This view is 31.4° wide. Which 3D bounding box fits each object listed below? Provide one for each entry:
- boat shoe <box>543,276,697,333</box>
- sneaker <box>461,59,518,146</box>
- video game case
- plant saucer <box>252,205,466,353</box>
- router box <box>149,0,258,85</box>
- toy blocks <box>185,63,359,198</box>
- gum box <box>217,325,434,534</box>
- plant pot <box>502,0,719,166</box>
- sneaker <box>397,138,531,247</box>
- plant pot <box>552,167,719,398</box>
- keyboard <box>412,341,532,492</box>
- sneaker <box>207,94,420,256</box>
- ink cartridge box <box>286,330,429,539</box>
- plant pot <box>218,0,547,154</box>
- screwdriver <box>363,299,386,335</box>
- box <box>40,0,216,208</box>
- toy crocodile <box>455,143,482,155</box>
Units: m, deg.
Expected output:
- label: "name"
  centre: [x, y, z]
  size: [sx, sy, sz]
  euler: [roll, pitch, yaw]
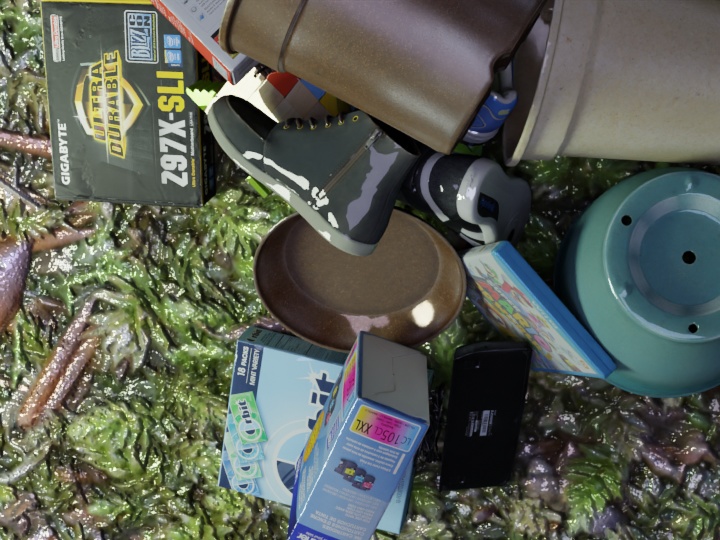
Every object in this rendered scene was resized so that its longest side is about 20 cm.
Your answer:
- label: "boat shoe"
  centre: [0.245, 0.052, 1.190]
  size: [0.198, 0.068, 0.073]
  euler: [10, 110, 11]
- label: "sneaker"
  centre: [0.097, -0.214, 1.108]
  size: [0.075, 0.077, 0.202]
  euler: [-12, 83, -23]
- label: "video game case"
  centre: [0.144, 0.036, 1.149]
  size: [0.018, 0.200, 0.143]
  euler: [-42, 95, -9]
- label: "plant saucer"
  centre: [0.000, 0.000, 1.190]
  size: [0.199, 0.037, 0.201]
  euler: [3, 135, 3]
- label: "router box"
  centre: [-0.102, -0.297, 1.117]
  size: [0.200, 0.049, 0.180]
  euler: [-44, 87, -6]
- label: "toy blocks"
  centre: [-0.044, -0.142, 1.162]
  size: [0.200, 0.100, 0.137]
  euler: [46, 127, 0]
- label: "gum box"
  centre: [-0.037, 0.163, 1.308]
  size: [0.198, 0.045, 0.171]
  euler: [14, 111, 10]
- label: "plant pot"
  centre: [0.229, -0.170, 1.069]
  size: [0.182, 0.201, 0.202]
  euler: [10, 110, -1]
- label: "sneaker"
  centre: [0.082, -0.073, 1.143]
  size: [0.111, 0.200, 0.074]
  euler: [23, 84, 21]
- label: "plant pot"
  centre: [0.261, 0.001, 1.068]
  size: [0.198, 0.188, 0.202]
  euler: [-1, 82, 8]
- label: "keyboard"
  centre: [0.104, 0.136, 1.242]
  size: [0.103, 0.040, 0.201]
  euler: [-3, 130, -7]
- label: "sneaker"
  centre: [-0.037, -0.113, 1.077]
  size: [0.200, 0.075, 0.107]
  euler: [40, 113, 21]
- label: "ink cartridge box"
  centre: [-0.008, 0.178, 1.203]
  size: [0.076, 0.137, 0.201]
  euler: [21, 112, -7]
- label: "plant pot"
  centre: [0.026, -0.203, 0.984]
  size: [0.198, 0.200, 0.201]
  euler: [33, 112, 3]
- label: "screwdriver"
  centre: [0.018, -0.028, 1.242]
  size: [0.029, 0.028, 0.202]
  euler: [-1, 110, -18]
- label: "box"
  centre: [-0.224, -0.166, 1.245]
  size: [0.158, 0.049, 0.202]
  euler: [4, 108, 11]
- label: "toy crocodile"
  centre: [0.039, -0.175, 1.168]
  size: [0.062, 0.068, 0.200]
  euler: [-40, 93, 26]
